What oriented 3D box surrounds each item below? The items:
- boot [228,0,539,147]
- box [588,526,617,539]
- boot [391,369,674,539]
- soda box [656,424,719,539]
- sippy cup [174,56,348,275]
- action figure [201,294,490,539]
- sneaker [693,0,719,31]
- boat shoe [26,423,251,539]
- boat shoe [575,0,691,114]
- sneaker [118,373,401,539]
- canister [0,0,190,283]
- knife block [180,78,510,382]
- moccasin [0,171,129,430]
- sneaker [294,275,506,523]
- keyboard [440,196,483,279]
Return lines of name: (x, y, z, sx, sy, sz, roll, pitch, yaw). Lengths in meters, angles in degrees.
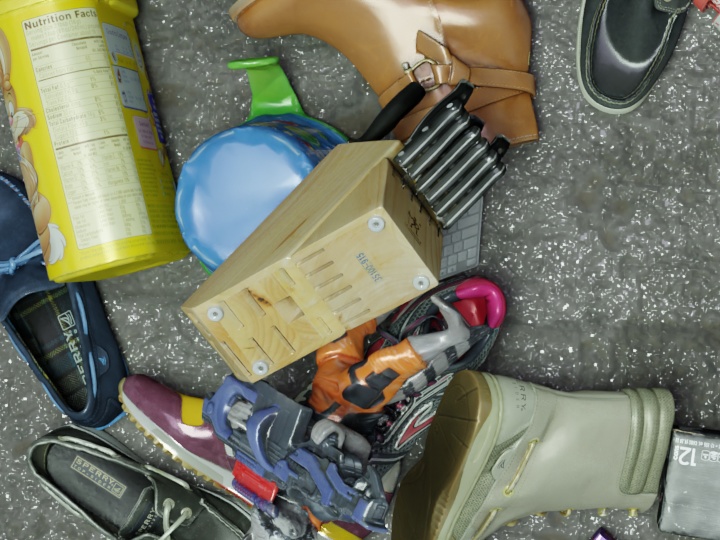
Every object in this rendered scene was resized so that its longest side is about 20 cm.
boot: (0.018, -0.138, 1.237, 0.199, 0.074, 0.155, -12, 91, 12)
box: (0.149, 0.291, 1.222, 0.137, 0.039, 0.200, 40, 95, 7)
boot: (0.110, 0.148, 1.207, 0.154, 0.072, 0.200, 3, 131, -20)
soda box: (0.296, 0.149, 1.189, 0.199, 0.063, 0.071, 8, 91, 10)
sippy cup: (-0.062, -0.043, 1.217, 0.140, 0.130, 0.178, -40, 83, 6)
action figure: (0.001, 0.099, 1.102, 0.194, 0.105, 0.200, -55, 37, 3)
sneaker: (0.262, -0.142, 1.199, 0.108, 0.067, 0.202, 19, 89, 10)
boat shoe: (-0.141, 0.172, 1.260, 0.200, 0.064, 0.071, 27, 93, 8)
boat shoe: (0.189, -0.203, 1.212, 0.072, 0.068, 0.200, 20, 94, 8)
sneaker: (-0.068, 0.112, 1.251, 0.200, 0.075, 0.090, 33, 86, 2)
canister: (-0.183, -0.097, 1.230, 0.086, 0.149, 0.201, -15, 88, 9)
knife block: (-0.004, -0.036, 1.139, 0.200, 0.176, 0.064, -29, 114, 19)
moccasin: (-0.218, 0.015, 1.272, 0.080, 0.068, 0.200, -36, 81, 8)
sneaker: (0.018, 0.076, 1.195, 0.081, 0.075, 0.200, 41, 74, -5)
keyboard: (0.000, 0.000, 1.187, 0.011, 0.200, 0.056, 41, 138, 39)
